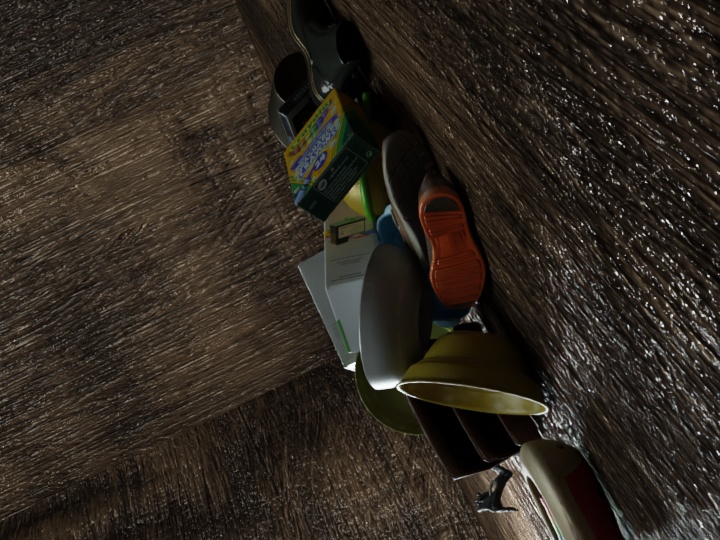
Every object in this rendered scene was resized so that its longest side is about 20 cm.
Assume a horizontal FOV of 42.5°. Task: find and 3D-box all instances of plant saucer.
[{"bbox_3d":[0.091,0.161,1.480,0.200,0.200,0.031,64,-169,10],"label":"plant saucer"}]

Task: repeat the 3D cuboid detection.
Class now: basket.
[{"bbox_3d":[-0.108,-0.326,1.770,0.180,0.136,0.200,60,172,9],"label":"basket"}]

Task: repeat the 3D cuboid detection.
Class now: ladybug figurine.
[{"bbox_3d":[0.265,0.295,1.143,0.136,0.072,0.200,166,79,-85],"label":"ladybug figurine"}]

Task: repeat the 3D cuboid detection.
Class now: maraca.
[{"bbox_3d":[0.015,-0.168,1.360,0.137,0.107,0.200,76,-166,-60],"label":"maraca"}]

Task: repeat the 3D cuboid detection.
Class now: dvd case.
[{"bbox_3d":[-0.056,-0.241,1.499,0.025,0.150,0.200,33,162,24],"label":"dvd case"}]

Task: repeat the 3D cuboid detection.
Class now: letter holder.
[{"bbox_3d":[0.149,0.186,1.348,0.142,0.101,0.200,3,-126,-55],"label":"letter holder"}]

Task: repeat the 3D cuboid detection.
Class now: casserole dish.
[{"bbox_3d":[0.099,-0.013,1.333,0.121,0.039,0.200,-11,109,49],"label":"casserole dish"}]

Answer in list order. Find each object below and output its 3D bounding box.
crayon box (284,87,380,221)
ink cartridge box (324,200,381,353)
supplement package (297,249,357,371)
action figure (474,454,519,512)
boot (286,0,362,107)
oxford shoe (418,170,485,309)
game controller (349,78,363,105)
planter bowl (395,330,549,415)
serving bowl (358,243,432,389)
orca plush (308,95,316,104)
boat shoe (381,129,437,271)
[{"bbox_3d":[-0.045,-0.169,1.281,0.052,0.126,0.200,31,-159,-25],"label":"crayon box"},{"bbox_3d":[0.000,0.000,1.404,0.200,0.084,0.145,-93,-10,-47],"label":"ink cartridge box"},{"bbox_3d":[0.033,0.045,1.603,0.200,0.191,0.147,64,-170,18],"label":"supplement package"},{"bbox_3d":[0.221,0.276,1.452,0.119,0.102,0.200,52,-143,-71],"label":"action figure"},{"bbox_3d":[-0.044,-0.352,1.343,0.138,0.077,0.200,133,119,-67],"label":"boot"},{"bbox_3d":[0.116,-0.037,1.177,0.073,0.071,0.200,-95,-7,-51],"label":"oxford shoe"},{"bbox_3d":[0.010,-0.202,1.475,0.104,0.042,0.200,-91,-18,-53],"label":"game controller"},{"bbox_3d":[0.150,0.129,1.210,0.200,0.200,0.084,77,-158,-73],"label":"planter bowl"},{"bbox_3d":[0.058,0.064,1.264,0.200,0.066,0.200,2,-90,-72],"label":"serving bowl"},{"bbox_3d":[-0.050,-0.192,1.457,0.200,0.071,0.105,64,-165,-46],"label":"orca plush"},{"bbox_3d":[0.067,-0.089,1.222,0.072,0.076,0.200,26,138,63],"label":"boat shoe"}]
